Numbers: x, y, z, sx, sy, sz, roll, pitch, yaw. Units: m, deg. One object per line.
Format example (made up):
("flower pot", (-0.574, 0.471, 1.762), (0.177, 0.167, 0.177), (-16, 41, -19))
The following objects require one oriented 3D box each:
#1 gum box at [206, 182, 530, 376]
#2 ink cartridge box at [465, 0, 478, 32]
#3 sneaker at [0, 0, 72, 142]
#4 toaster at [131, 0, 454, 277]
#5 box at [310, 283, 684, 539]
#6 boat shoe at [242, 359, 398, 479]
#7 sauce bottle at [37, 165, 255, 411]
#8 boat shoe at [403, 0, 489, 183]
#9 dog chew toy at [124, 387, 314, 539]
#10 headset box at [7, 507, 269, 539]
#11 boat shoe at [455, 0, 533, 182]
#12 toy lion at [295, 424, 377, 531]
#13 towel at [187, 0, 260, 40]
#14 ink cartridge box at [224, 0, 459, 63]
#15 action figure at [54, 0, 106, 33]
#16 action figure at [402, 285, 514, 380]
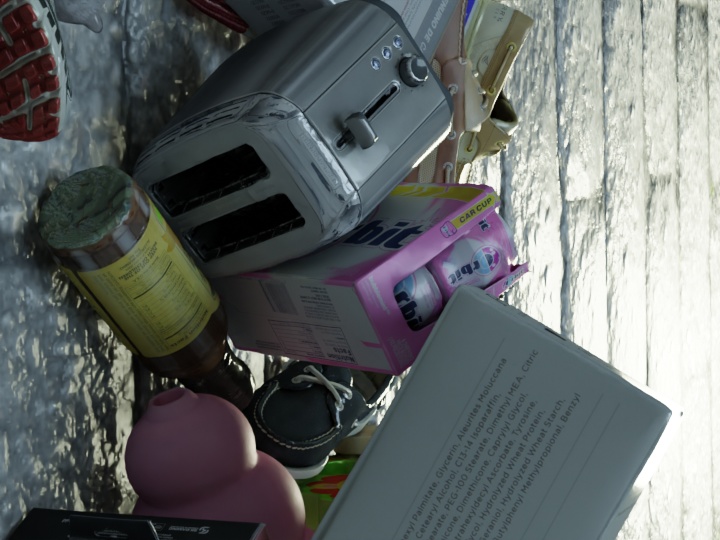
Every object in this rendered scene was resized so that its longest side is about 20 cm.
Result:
("gum box", (0.000, 0.000, 1.085), (0.113, 0.200, 0.066), (-36, 112, -27))
("ink cartridge box", (0.017, -0.239, 1.303), (0.198, 0.043, 0.200), (49, 47, -37))
("sneaker", (-0.181, -0.160, 0.878), (0.082, 0.078, 0.201), (-50, 135, -56))
("toaster", (-0.050, -0.075, 1.065), (0.114, 0.200, 0.129), (56, 46, -17))
("box", (0.074, 0.129, 0.974), (0.200, 0.130, 0.199), (-61, 167, 2))
("boat shoe", (-0.029, 0.086, 1.203), (0.060, 0.076, 0.200), (-54, 174, 19))
("sauce bottle", (-0.119, 0.020, 1.034), (0.200, 0.065, 0.065), (61, 37, -49))
("boat shoe", (0.052, -0.118, 1.229), (0.076, 0.072, 0.201), (-150, -106, -77))
("dog chew toy", (-0.081, 0.163, 1.056), (0.125, 0.124, 0.201), (-49, 126, -55))
("headset box", (-0.111, 0.216, 0.950), (0.077, 0.148, 0.201), (-56, 138, -51))
("boat shoe", (0.096, -0.126, 1.438), (0.074, 0.066, 0.200), (-64, 167, -53))
("toy lion", (0.023, 0.152, 1.190), (0.191, 0.199, 0.069), (-5, 95, -54))
("towel", (-0.044, -0.210, 1.169), (0.200, 0.023, 0.145), (25, 69, -41))
("ink cartridge box", (-0.007, -0.238, 1.132), (0.176, 0.084, 0.200), (43, 59, -32))
("action figure", (-0.152, -0.229, 0.963), (0.200, 0.104, 0.194), (-112, -154, -84))
("action figure", (0.076, 0.051, 1.418), (0.200, 0.102, 0.119), (-53, 141, -76))
